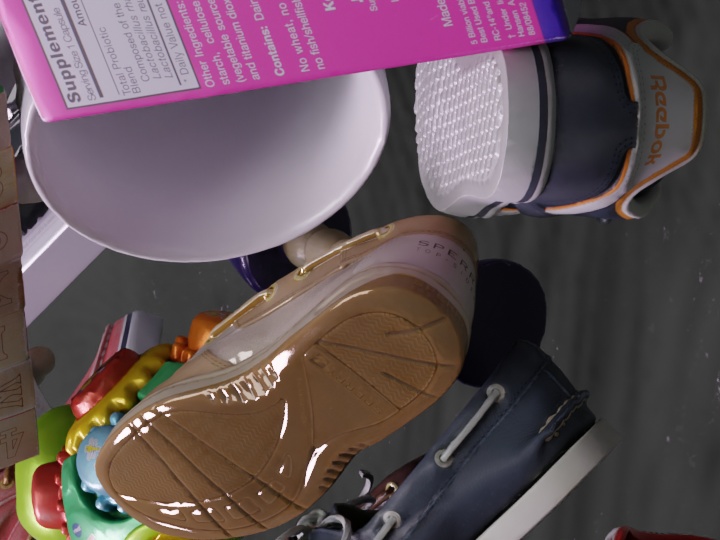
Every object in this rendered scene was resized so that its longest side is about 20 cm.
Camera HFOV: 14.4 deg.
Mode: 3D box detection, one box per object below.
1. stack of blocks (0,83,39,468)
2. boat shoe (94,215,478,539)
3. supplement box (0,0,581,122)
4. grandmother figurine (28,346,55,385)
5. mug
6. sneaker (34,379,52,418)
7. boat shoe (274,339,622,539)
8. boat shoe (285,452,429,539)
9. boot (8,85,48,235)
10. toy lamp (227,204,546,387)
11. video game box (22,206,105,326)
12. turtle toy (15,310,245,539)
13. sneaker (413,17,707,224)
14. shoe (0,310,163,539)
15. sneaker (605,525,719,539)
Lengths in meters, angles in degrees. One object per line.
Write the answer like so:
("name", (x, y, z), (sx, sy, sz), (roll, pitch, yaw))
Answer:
("stack of blocks", (-0.188, -0.019, 1.192), (0.115, 0.058, 0.200), (51, 151, 42))
("boat shoe", (-0.023, 0.041, 1.100), (0.074, 0.069, 0.200), (45, 132, -16))
("supplement box", (-0.024, -0.130, 0.977), (0.199, 0.101, 0.104), (-6, 122, 21))
("grandmother figurine", (-0.204, 0.027, 1.552), (0.121, 0.060, 0.200), (-119, 37, -48))
("mug", (-0.091, -0.103, 1.188), (0.200, 0.148, 0.176), (-33, 43, 23))
("sneaker", (-0.207, 0.124, 1.511), (0.200, 0.081, 0.147), (44, 132, 13))
("boat shoe", (0.009, 0.107, 1.086), (0.200, 0.075, 0.062), (-43, 83, 19))
("boat shoe", (-0.005, 0.133, 1.207), (0.200, 0.070, 0.070), (-36, 78, 47))
("boot", (-0.201, -0.099, 1.362), (0.200, 0.076, 0.169), (-37, 67, 32))
("toy lamp", (0.000, 0.000, 1.180), (0.200, 0.058, 0.058), (27, 120, 56))
("video game box", (-0.166, -0.089, 1.415), (0.200, 0.047, 0.183), (-41, 62, 38))
("turtle toy", (-0.088, 0.087, 1.246), (0.101, 0.146, 0.200), (45, 149, -6))
("sneaker", (0.069, -0.055, 1.032), (0.200, 0.079, 0.079), (-137, 47, -77))
("shoe", (-0.162, 0.108, 1.397), (0.071, 0.091, 0.201), (-162, 88, -88))
("sneaker", (0.063, 0.146, 0.963), (0.067, 0.201, 0.108), (31, 118, 38))
